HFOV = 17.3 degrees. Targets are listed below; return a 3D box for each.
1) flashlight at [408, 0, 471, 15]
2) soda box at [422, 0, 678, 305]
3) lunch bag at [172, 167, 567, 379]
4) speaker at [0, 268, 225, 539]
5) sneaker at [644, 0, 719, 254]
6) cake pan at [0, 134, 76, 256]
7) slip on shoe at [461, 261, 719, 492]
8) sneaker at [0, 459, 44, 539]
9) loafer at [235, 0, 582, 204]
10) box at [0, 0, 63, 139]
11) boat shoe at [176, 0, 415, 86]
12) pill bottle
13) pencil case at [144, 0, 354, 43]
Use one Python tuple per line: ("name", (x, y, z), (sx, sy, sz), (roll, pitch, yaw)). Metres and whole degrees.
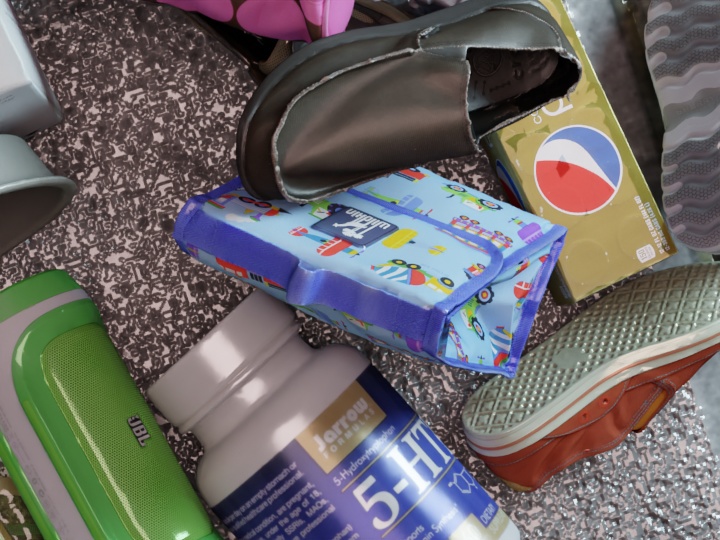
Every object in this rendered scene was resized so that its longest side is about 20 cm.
("flashlight", (0.095, -0.216, 1.279), (0.068, 0.068, 0.201), (32, 81, 5))
("soda box", (0.102, -0.084, 1.336), (0.067, 0.064, 0.201), (-25, 89, -5))
("lunch bag", (0.000, 0.000, 1.235), (0.150, 0.200, 0.095), (24, 104, 17))
("speaker", (-0.143, 0.103, 1.273), (0.088, 0.088, 0.201), (-29, 83, -3))
("sneaker", (0.209, -0.100, 1.348), (0.074, 0.082, 0.201), (-4, 73, 36))
("cake pan", (-0.247, -0.016, 1.249), (0.199, 0.200, 0.037), (-26, 84, -4))
("slip on shoe", (0.150, 0.058, 1.340), (0.199, 0.074, 0.061), (-32, 125, -9))
("sneaker", (-0.168, 0.147, 1.316), (0.089, 0.077, 0.200), (-44, 94, -15))
("loafer", (0.028, -0.088, 1.198), (0.199, 0.071, 0.073), (-27, 123, -22))
("box", (-0.276, -0.103, 1.248), (0.198, 0.200, 0.131), (-26, 89, -4))
("boat shoe", (-0.031, -0.122, 1.315), (0.200, 0.075, 0.073), (35, 45, 6))
("pill bottle", (-0.019, 0.111, 1.296), (0.120, 0.120, 0.200), (-42, 91, -3))
("pencil case", (-0.098, -0.173, 1.225), (0.199, 0.094, 0.091), (12, 105, 5))
